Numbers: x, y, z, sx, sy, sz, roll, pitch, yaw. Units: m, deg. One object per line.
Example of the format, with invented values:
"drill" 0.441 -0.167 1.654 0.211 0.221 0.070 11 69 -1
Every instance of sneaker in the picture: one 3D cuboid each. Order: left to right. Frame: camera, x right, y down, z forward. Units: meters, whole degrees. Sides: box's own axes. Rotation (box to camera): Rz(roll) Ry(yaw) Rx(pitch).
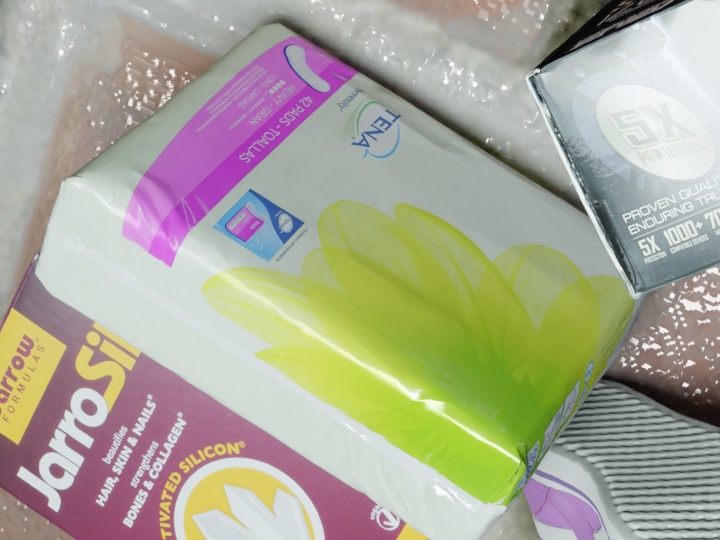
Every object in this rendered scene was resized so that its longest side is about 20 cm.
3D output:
"sneaker" 0.123 0.120 0.822 0.072 0.200 0.115 -16 108 -12

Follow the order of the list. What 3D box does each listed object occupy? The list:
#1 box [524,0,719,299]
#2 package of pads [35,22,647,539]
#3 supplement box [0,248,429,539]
"box" 0.177 -0.085 0.730 0.199 0.164 0.086 -23 99 26
"package of pads" 0.000 0.000 0.831 0.200 0.155 0.068 33 130 9
"supplement box" -0.060 0.075 0.915 0.200 0.086 0.111 33 116 7
